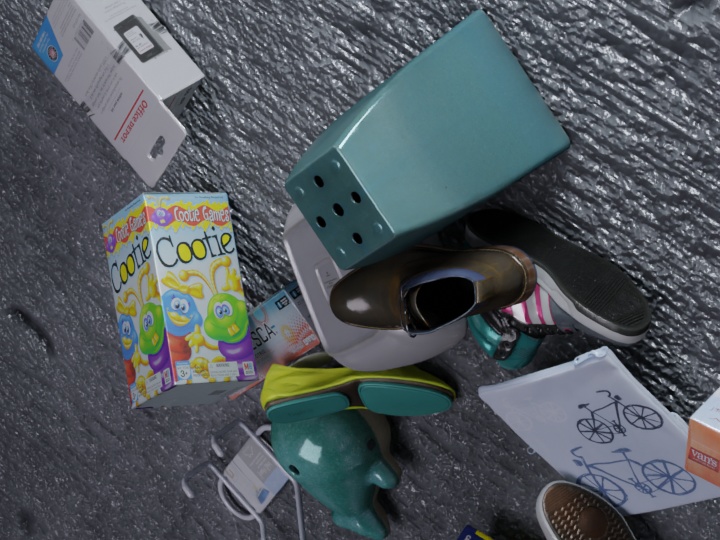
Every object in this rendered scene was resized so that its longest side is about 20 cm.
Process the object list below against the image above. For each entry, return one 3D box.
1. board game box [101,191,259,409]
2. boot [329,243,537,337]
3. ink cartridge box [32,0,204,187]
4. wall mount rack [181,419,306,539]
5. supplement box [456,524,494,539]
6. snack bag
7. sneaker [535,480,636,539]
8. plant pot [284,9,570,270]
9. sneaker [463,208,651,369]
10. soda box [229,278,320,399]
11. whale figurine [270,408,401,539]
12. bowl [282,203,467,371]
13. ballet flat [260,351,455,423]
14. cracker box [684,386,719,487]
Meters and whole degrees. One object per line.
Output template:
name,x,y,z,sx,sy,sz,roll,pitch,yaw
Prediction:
board game box,-0.188,0.031,1.899,0.105,0.102,0.202,-29,67,52
boot,0.043,0.017,1.576,0.198,0.097,0.076,-11,93,28
ink cartridge box,-0.236,-0.198,1.872,0.200,0.067,0.116,50,141,6
wall mount rack,-0.118,0.269,2.092,0.174,0.074,0.200,47,142,8
supplement box,0.162,0.362,1.821,0.199,0.109,0.110,28,158,29
snack bag,0.220,0.148,1.651,0.200,0.021,0.188,43,146,-17
sneaker,0.230,0.280,1.728,0.200,0.073,0.085,44,155,-5
plant pot,0.044,-0.095,1.552,0.142,0.200,0.141,55,141,-2
sneaker,0.164,0.042,1.622,0.199,0.083,0.122,35,134,34
soda box,-0.089,0.065,1.920,0.069,0.063,0.200,55,141,-1
whale figurine,-0.029,0.209,1.934,0.158,0.104,0.202,15,131,38
bowl,0.000,0.000,1.723,0.200,0.074,0.201,-26,84,63
ballet flat,-0.004,0.109,1.840,0.198,0.068,0.067,-5,145,10
cracker box,0.352,0.106,1.383,0.133,0.200,0.058,26,135,31
